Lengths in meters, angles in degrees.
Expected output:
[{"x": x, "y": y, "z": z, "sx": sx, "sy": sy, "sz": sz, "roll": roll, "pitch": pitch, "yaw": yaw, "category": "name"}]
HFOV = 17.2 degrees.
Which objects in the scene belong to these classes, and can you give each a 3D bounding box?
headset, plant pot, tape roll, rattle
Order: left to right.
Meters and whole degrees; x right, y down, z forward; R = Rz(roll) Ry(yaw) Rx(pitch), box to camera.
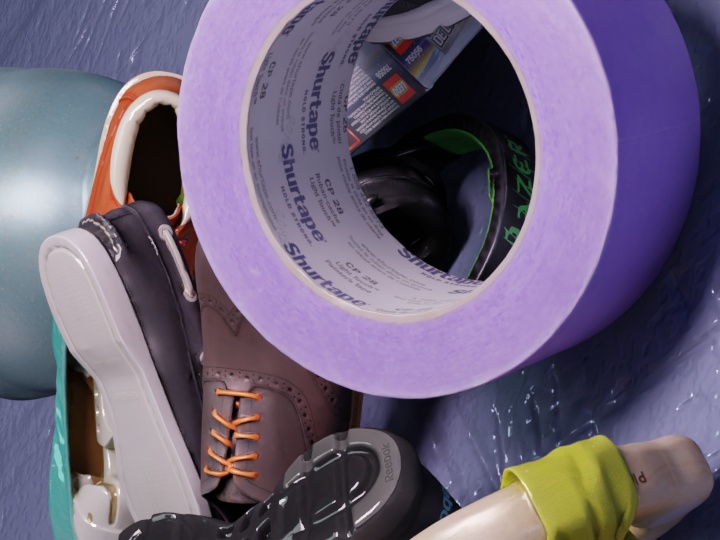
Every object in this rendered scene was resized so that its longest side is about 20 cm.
[{"x": -0.154, "y": -0.028, "z": 1.394, "sx": 0.134, "sy": 0.200, "sz": 0.201, "roll": -7, "pitch": 66, "yaw": 37, "category": "plant pot"}, {"x": 0.000, "y": 0.000, "z": 1.122, "sx": 0.200, "sy": 0.094, "sz": 0.124, "roll": -36, "pitch": 42, "yaw": 41, "category": "headset"}, {"x": 0.030, "y": -0.054, "z": 0.966, "sx": 0.200, "sy": 0.085, "sz": 0.201, "roll": 5, "pitch": 101, "yaw": 30, "category": "tape roll"}, {"x": 0.062, "y": 0.153, "z": 0.900, "sx": 0.200, "sy": 0.130, "sz": 0.143, "roll": -40, "pitch": 84, "yaw": 37, "category": "rattle"}]

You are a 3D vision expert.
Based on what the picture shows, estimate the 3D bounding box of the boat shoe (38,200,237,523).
[{"x": -0.088, "y": 0.065, "z": 1.129, "sx": 0.074, "sy": 0.060, "sz": 0.200, "roll": -10, "pitch": 105, "yaw": 56, "category": "boat shoe"}]

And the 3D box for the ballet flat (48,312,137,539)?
[{"x": -0.122, "y": 0.089, "z": 1.188, "sx": 0.070, "sy": 0.067, "sz": 0.201, "roll": 170, "pitch": 94, "yaw": -77, "category": "ballet flat"}]

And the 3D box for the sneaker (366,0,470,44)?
[{"x": 0.051, "y": -0.165, "z": 1.026, "sx": 0.200, "sy": 0.085, "sz": 0.075, "roll": -18, "pitch": 36, "yaw": 16, "category": "sneaker"}]

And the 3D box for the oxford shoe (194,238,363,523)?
[{"x": -0.040, "y": 0.066, "z": 1.076, "sx": 0.071, "sy": 0.200, "sz": 0.073, "roll": 4, "pitch": 33, "yaw": 34, "category": "oxford shoe"}]

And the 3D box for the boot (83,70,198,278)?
[{"x": -0.120, "y": -0.005, "z": 1.261, "sx": 0.107, "sy": 0.075, "sz": 0.201, "roll": -141, "pitch": 59, "yaw": -80, "category": "boot"}]

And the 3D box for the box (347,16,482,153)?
[{"x": 0.005, "y": -0.100, "z": 1.170, "sx": 0.137, "sy": 0.040, "sz": 0.200, "roll": -52, "pitch": 9, "yaw": -35, "category": "box"}]

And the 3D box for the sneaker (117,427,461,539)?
[{"x": -0.040, "y": 0.138, "z": 1.039, "sx": 0.200, "sy": 0.079, "sz": 0.076, "roll": -25, "pitch": 47, "yaw": 29, "category": "sneaker"}]
